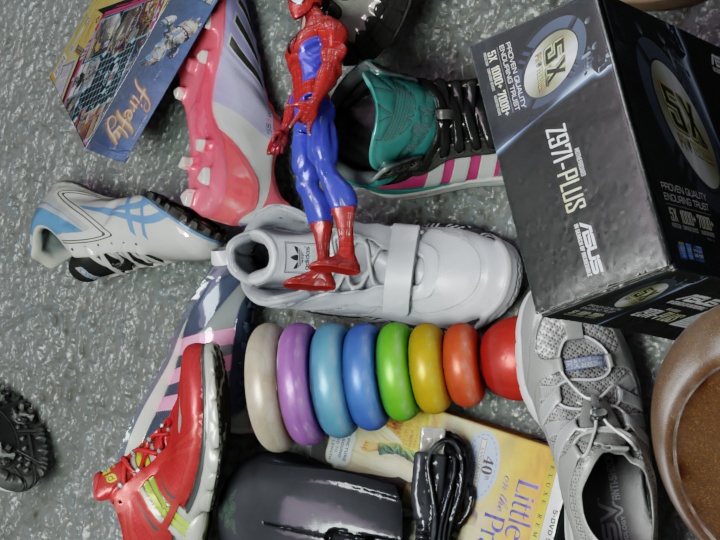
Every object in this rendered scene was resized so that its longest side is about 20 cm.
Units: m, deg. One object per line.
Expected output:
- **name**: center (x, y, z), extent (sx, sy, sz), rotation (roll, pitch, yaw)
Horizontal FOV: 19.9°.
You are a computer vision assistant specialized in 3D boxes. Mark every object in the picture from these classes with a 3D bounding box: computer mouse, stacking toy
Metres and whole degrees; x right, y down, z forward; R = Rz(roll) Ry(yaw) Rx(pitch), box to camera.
- **computer mouse**: center (-0.024, 0.165, 1.345), extent (0.200, 0.053, 0.139), rotation (3, 88, 36)
- **stacking toy**: center (0.030, 0.068, 1.320), extent (0.199, 0.085, 0.086), rotation (-6, 80, 12)

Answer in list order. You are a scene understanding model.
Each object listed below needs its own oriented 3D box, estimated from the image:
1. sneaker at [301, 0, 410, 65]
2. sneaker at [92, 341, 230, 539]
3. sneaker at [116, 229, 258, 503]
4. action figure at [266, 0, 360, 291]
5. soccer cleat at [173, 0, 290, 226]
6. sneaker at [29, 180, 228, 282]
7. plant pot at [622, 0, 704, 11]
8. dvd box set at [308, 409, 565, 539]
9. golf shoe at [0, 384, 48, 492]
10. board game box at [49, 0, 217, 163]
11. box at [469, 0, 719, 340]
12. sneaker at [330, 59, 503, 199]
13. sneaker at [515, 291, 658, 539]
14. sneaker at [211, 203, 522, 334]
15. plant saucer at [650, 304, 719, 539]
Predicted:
- **sneaker**: center (0.022, -0.231, 1.379), extent (0.200, 0.077, 0.085), rotation (-50, 21, 5)
- **sneaker**: center (-0.137, 0.140, 1.382), extent (0.085, 0.077, 0.201), rotation (13, 108, -3)
- **sneaker**: center (-0.095, 0.071, 1.444), extent (0.082, 0.070, 0.200), rotation (27, 99, 11)
- **action figure**: center (-0.031, -0.091, 1.299), extent (0.065, 0.052, 0.201), rotation (140, 132, -63)
- **soccer cleat**: center (-0.089, -0.121, 1.461), extent (0.067, 0.076, 0.201), rotation (-40, 44, 47)
- **sneaker**: center (-0.168, -0.021, 1.479), extent (0.200, 0.072, 0.073), rotation (8, 76, 48)
- **plant pot**: center (0.174, -0.268, 1.274), extent (0.200, 0.093, 0.202), rotation (-4, 83, 33)
- **dvd box set**: center (0.047, 0.164, 1.346), extent (0.200, 0.029, 0.147), rotation (17, 94, 35)
- **golf shoe**: center (-0.315, 0.126, 1.583), extent (0.200, 0.078, 0.095), rotation (36, 122, 34)
- **board game box**: center (-0.152, -0.193, 1.488), extent (0.200, 0.035, 0.136), rotation (-58, 30, 15)
- **box**: center (0.165, -0.054, 1.188), extent (0.086, 0.200, 0.164), rotation (-22, 72, 30)
- **sneaker**: center (0.053, -0.098, 1.317), extent (0.200, 0.121, 0.084), rotation (-16, 76, 32)
- **sneaker**: center (0.149, 0.097, 1.239), extent (0.075, 0.082, 0.201), rotation (-14, 81, -9)
- **sneaker**: center (0.000, 0.000, 1.346), extent (0.199, 0.115, 0.075), rotation (3, 87, 34)
- **plant saucer**: center (0.249, 0.110, 1.162), extent (0.200, 0.032, 0.201), rotation (15, 118, 30)
